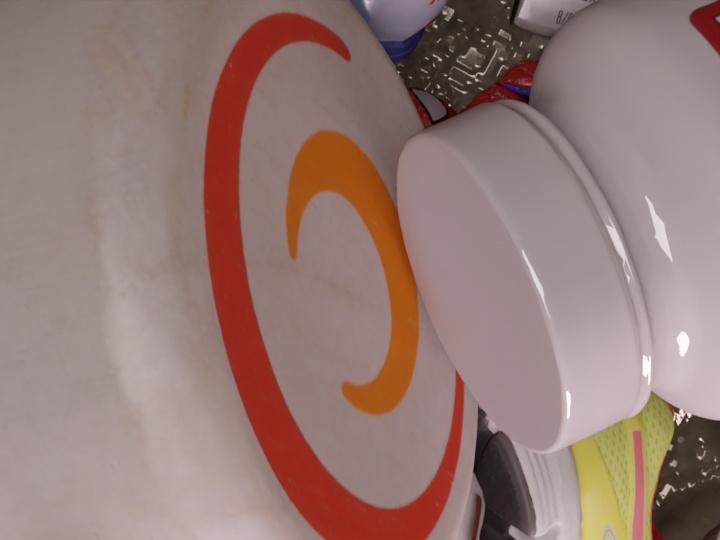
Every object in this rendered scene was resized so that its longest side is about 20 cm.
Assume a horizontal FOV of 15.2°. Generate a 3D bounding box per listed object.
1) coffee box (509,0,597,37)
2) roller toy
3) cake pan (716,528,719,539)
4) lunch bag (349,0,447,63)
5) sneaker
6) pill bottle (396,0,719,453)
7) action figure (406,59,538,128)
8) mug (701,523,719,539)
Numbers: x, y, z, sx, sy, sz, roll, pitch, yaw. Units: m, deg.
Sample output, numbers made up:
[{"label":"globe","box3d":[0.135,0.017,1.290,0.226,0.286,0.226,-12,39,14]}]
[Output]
[{"label":"coffee box","box3d":[0.154,-0.100,0.800,0.199,0.080,0.115,17,98,1]},{"label":"roller toy","box3d":[-0.064,0.013,0.692,0.139,0.200,0.183,-11,109,25]},{"label":"cake pan","box3d":[0.191,0.103,0.717,0.199,0.037,0.202,-1,86,17]},{"label":"lunch bag","box3d":[-0.042,-0.150,0.768,0.199,0.161,0.076,26,130,-14]},{"label":"sneaker","box3d":[0.057,0.110,0.815,0.078,0.090,0.201,38,137,31]},{"label":"pill bottle","box3d":[0.115,-0.031,0.684,0.199,0.112,0.113,-23,96,-16]},{"label":"action figure","box3d":[0.099,-0.012,0.798,0.199,0.099,0.066,20,97,-5]},{"label":"mug","box3d":[0.152,0.142,0.810,0.186,0.149,0.154,-23,88,1]}]
